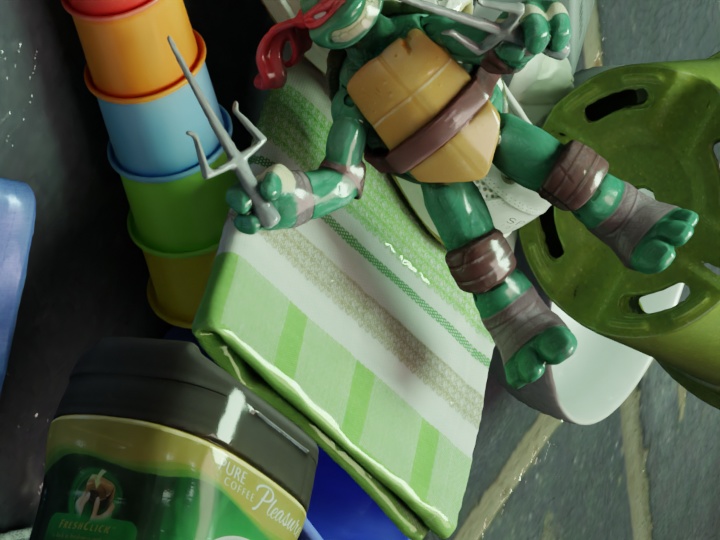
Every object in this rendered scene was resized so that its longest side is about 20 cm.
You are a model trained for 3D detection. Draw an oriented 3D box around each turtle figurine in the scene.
[{"bbox_3d":[0.030,-0.058,0.884,0.150,0.200,0.101,-39,-165,24],"label":"turtle figurine"}]

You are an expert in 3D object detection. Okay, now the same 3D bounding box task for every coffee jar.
[{"bbox_3d":[-0.083,0.129,0.816,0.104,0.085,0.201,43,57,-50],"label":"coffee jar"}]

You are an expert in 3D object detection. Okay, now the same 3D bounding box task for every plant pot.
[{"bbox_3d":[0.170,-0.025,1.066,0.190,0.199,0.201,4,101,-58],"label":"plant pot"}]

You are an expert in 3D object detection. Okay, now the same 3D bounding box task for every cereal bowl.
[{"bbox_3d":[0.115,-0.021,1.258,0.200,0.083,0.201,-37,136,-47],"label":"cereal bowl"}]

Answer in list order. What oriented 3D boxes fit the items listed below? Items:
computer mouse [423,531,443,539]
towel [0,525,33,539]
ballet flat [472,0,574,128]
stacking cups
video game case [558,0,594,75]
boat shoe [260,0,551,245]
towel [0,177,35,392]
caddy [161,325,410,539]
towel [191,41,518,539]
[{"bbox_3d":[0.025,0.202,1.254,0.140,0.046,0.201,11,95,-61],"label":"computer mouse"},{"bbox_3d":[-0.158,0.189,0.881,0.200,0.085,0.167,-3,105,-60],"label":"towel"},{"bbox_3d":[0.066,-0.086,1.075,0.073,0.073,0.200,-62,175,-20],"label":"ballet flat"},{"bbox_3d":[-0.082,-0.070,0.912,0.061,0.060,0.201,-50,140,-37],"label":"stacking cups"},{"bbox_3d":[0.111,-0.228,1.144,0.182,0.022,0.201,-69,159,-55],"label":"video game case"},{"bbox_3d":[0.020,-0.104,0.959,0.200,0.069,0.071,53,38,-10],"label":"boat shoe"},{"bbox_3d":[-0.189,0.034,0.802,0.200,0.024,0.146,1,103,-61],"label":"towel"},{"bbox_3d":[-0.009,0.059,1.051,0.142,0.104,0.200,-63,150,-21],"label":"caddy"},{"bbox_3d":[0.000,0.000,0.949,0.149,0.031,0.201,42,39,-23],"label":"towel"}]
